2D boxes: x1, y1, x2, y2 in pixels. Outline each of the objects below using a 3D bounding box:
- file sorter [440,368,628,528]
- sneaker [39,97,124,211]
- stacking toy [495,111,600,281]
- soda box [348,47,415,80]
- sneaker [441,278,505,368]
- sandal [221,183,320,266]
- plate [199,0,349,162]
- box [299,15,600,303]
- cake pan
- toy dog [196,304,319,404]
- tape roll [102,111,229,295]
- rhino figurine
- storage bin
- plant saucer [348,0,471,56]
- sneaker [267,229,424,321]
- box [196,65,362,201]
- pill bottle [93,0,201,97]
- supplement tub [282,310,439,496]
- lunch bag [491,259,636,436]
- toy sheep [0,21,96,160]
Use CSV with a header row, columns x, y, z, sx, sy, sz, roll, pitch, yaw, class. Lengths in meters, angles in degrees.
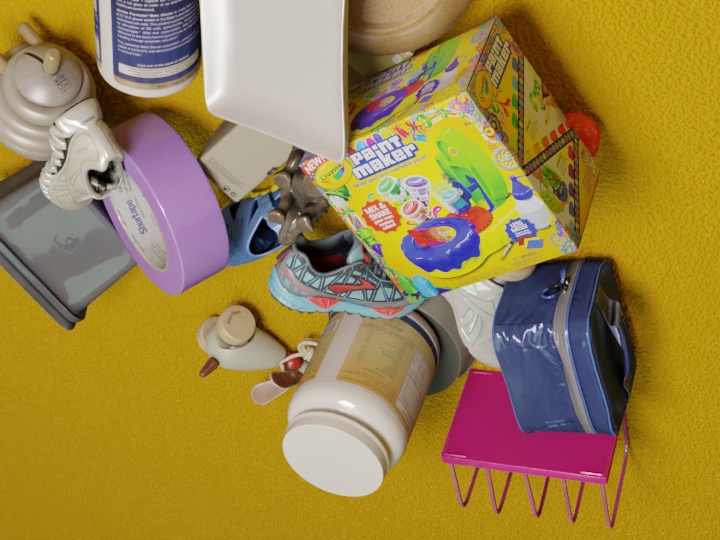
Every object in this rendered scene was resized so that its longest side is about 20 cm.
x,y,z,sx,sy,sz,roll,pitch,yaw,class
0.219,0.222,1.522,0.198,0.140,0.126,4,136,22,file sorter
-0.303,-0.106,1.378,0.081,0.075,0.200,48,155,6,sneaker
0.182,-0.084,1.287,0.085,0.086,0.201,26,132,-1,stacking toy
-0.030,-0.275,1.199,0.199,0.068,0.064,39,137,-14,soda box
0.144,0.035,1.424,0.080,0.071,0.201,-14,124,32,sneaker
-0.117,-0.049,1.455,0.079,0.088,0.199,40,138,-19,sandal
-0.074,-0.219,1.137,0.199,0.032,0.202,24,125,39,plate
0.087,-0.098,1.182,0.199,0.123,0.193,-20,122,38,box
0.046,0.083,1.542,0.198,0.037,0.202,14,136,14,cake pan
-0.132,0.129,1.622,0.198,0.097,0.132,23,153,6,toy dog
-0.230,-0.075,1.426,0.200,0.065,0.201,45,152,32,tape roll
-0.055,-0.083,1.296,0.059,0.088,0.200,26,152,3,rhino figurine
-0.364,-0.055,1.548,0.134,0.146,0.201,-31,117,13,storage bin
0.016,-0.288,1.125,0.197,0.036,0.203,1,114,2,plant saucer
0.000,0.000,1.407,0.198,0.080,0.096,-1,137,-22,sneaker
-0.090,-0.160,1.335,0.068,0.083,0.199,41,137,-16,box
-0.212,-0.283,1.247,0.110,0.112,0.201,18,138,8,pill bottle
0.000,0.145,1.447,0.143,0.201,0.145,14,137,13,supplement tub
0.234,0.079,1.373,0.131,0.137,0.201,-2,131,25,lunch bag
-0.359,-0.195,1.396,0.137,0.139,0.200,30,156,-5,toy sheep
